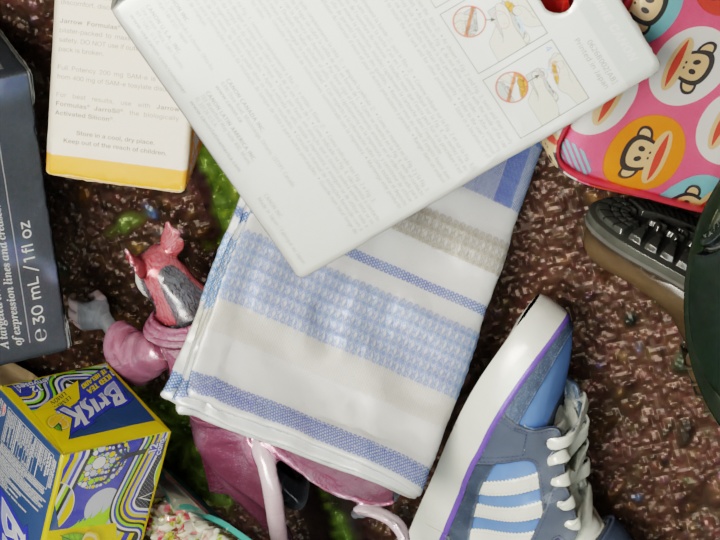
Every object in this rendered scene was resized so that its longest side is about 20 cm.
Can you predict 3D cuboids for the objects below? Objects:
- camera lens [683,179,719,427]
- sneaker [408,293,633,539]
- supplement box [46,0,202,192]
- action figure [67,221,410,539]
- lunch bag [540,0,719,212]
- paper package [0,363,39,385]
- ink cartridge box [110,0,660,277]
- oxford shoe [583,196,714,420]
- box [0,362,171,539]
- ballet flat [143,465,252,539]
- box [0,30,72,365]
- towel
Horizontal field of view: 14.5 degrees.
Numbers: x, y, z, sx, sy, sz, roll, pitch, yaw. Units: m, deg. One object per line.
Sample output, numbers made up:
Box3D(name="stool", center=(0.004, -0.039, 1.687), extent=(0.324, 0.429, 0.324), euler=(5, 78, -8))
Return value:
Box3D(name="camera lens", center=(0.265, 0.016, 1.342), extent=(0.199, 0.160, 0.161), euler=(2, 119, -28))
Box3D(name="sneaker", center=(0.113, 0.122, 1.477), extent=(0.146, 0.081, 0.201), euler=(28, 122, 7))
Box3D(name="supplement box", center=(-0.100, -0.156, 1.367), extent=(0.073, 0.126, 0.201), euler=(8, 116, 4))
Box3D(name="action figure", center=(-0.071, 0.062, 1.450), extent=(0.133, 0.149, 0.200), euler=(-24, 129, 13))
Box3D(name="lunch bag", center=(0.156, -0.129, 1.331), extent=(0.175, 0.082, 0.201), euler=(10, 117, -35))
Box3D(name="paper package", center=(-0.268, 0.149, 1.477), extent=(0.103, 0.200, 0.192), euler=(31, 118, 24))
Box3D(name="ink cartridge box", center=(0.011, -0.113, 1.289), extent=(0.199, 0.050, 0.163), euler=(-30, 111, 12))
Box3D(name="oxford shoe", center=(0.186, 0.037, 1.446), extent=(0.199, 0.073, 0.085), euler=(35, 116, -9))
Box3D(name="box", center=(-0.161, 0.150, 1.463), extent=(0.064, 0.070, 0.201), euler=(44, 130, 37))
Box3D(name="ballet flat", center=(-0.086, 0.154, 1.470), extent=(0.076, 0.200, 0.064), euler=(44, 83, -25))
Box3D(name="box", center=(-0.256, -0.025, 1.386), extent=(0.199, 0.107, 0.150), euler=(-13, 115, -15))
Box3D(name="towel", center=(0.000, 0.000, 1.412), extent=(0.146, 0.024, 0.201), euler=(23, 82, -18))
